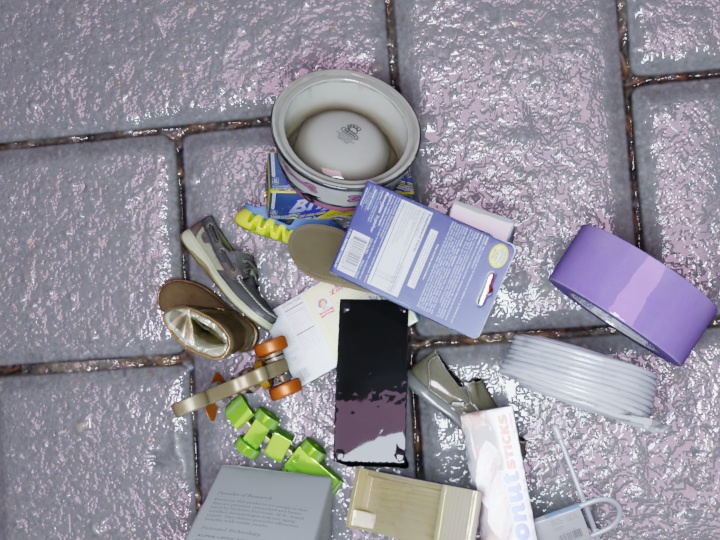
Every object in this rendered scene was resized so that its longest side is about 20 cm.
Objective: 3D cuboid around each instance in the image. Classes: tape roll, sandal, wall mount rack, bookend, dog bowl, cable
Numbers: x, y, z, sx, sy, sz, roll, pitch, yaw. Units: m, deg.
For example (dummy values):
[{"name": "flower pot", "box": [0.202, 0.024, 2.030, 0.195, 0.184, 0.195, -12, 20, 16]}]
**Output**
[{"name": "tape roll", "box": [0.345, 0.031, 1.160, 0.199, 0.200, 0.086, 35, 93, 7]}, {"name": "sandal", "box": [-0.077, -0.073, 1.281, 0.197, 0.079, 0.089, 20, 86, 6]}, {"name": "wall mount rack", "box": [0.235, 0.308, 1.199, 0.197, 0.075, 0.176, -22, 117, 6]}, {"name": "sandal", "box": [-0.003, 0.005, 1.198, 0.209, 0.070, 0.078, 18, 66, 30]}, {"name": "bookend", "box": [0.020, 0.159, 1.215, 0.090, 0.200, 0.203, 1, 76, 4]}, {"name": "dog bowl", "box": [-0.023, -0.165, 1.193, 0.196, 0.074, 0.203, 5, 57, -7]}, {"name": "cable", "box": [0.279, 0.137, 1.164, 0.197, 0.200, 0.070, 21, 85, -12]}]

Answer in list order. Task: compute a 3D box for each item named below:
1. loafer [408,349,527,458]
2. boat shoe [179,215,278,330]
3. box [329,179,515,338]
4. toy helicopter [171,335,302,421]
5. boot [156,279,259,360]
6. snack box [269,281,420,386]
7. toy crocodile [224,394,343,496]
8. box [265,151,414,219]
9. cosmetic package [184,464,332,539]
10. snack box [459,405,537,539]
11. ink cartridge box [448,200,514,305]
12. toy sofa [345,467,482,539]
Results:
[{"name": "loafer", "box": [0.152, 0.183, 1.240, 0.199, 0.075, 0.070, 37, 93, 4]}, {"name": "boat shoe", "box": [-0.177, -0.002, 1.280, 0.066, 0.072, 0.201, -45, 66, -1]}, {"name": "box", "box": [0.075, -0.012, 1.083, 0.197, 0.032, 0.123, 25, 92, 15]}, {"name": "toy helicopter", "box": [-0.181, 0.158, 1.217, 0.131, 0.199, 0.080, -23, 86, 35]}, {"name": "boot", "box": [-0.225, 0.061, 1.229, 0.173, 0.200, 0.067, 24, 91, 7]}, {"name": "snack box", "box": [-0.028, 0.067, 1.286, 0.198, 0.037, 0.118, -29, 85, 6]}, {"name": "toy crocodile", "box": [-0.110, 0.250, 1.284, 0.199, 0.062, 0.068, 35, 93, 3]}, {"name": "box", "box": [-0.031, -0.115, 1.242, 0.196, 0.065, 0.071, -1, 59, -10]}, {"name": "cosmetic package", "box": [-0.131, 0.386, 1.185, 0.162, 0.200, 0.168, 5, 112, 6]}, {"name": "snack box", "box": [0.180, 0.280, 1.168, 0.071, 0.024, 0.204, -11, 81, 9]}, {"name": "ink cartridge box", "box": [0.142, 0.001, 1.188, 0.082, 0.200, 0.147, 20, 90, 11]}, {"name": "toy sofa", "box": [0.078, 0.317, 1.194, 0.096, 0.199, 0.084, 20, 75, -33]}]
